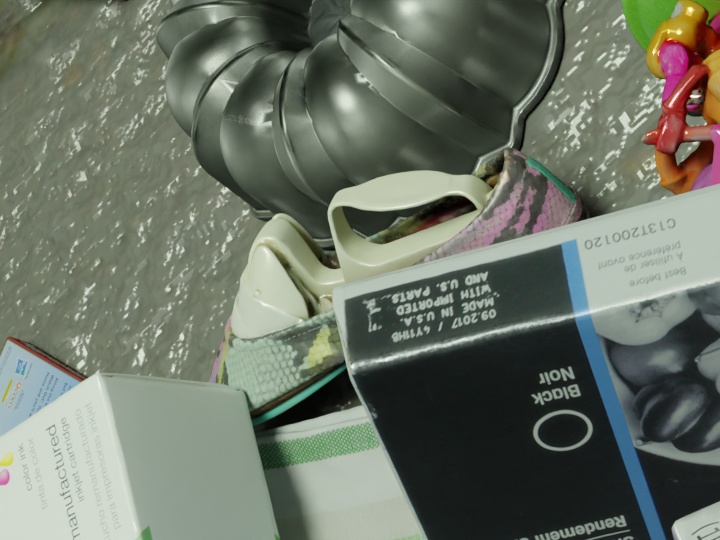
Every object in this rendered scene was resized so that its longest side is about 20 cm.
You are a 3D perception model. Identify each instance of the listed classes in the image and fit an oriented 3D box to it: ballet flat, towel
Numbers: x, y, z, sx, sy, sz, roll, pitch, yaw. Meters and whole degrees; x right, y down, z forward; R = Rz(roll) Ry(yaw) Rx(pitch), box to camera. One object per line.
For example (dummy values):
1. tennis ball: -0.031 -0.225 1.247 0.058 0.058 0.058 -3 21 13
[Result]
1. ballet flat: 0.000 0.000 0.918 0.199 0.071 0.069 -26 27 29
2. towel: -0.027 0.161 0.918 0.148 0.031 0.202 -16 66 35

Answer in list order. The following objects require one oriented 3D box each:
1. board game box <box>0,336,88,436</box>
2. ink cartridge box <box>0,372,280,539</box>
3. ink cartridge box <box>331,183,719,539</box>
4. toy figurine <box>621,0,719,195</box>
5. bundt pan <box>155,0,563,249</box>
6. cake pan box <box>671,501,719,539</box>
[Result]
1. board game box: -0.171 0.142 1.045 0.103 0.019 0.202 25 91 41
2. ink cartridge box: -0.127 0.150 0.928 0.199 0.087 0.147 -32 64 36
3. ink cartridge box: 0.113 0.057 0.693 0.196 0.201 0.044 -15 46 10
4. toy figurine: 0.144 -0.057 0.745 0.200 0.150 0.185 -36 26 48
5. bundt pan: -0.012 -0.114 0.967 0.201 0.076 0.204 -13 69 35
6. cake pan box: 0.202 0.116 0.592 0.183 0.052 0.201 -22 58 1
